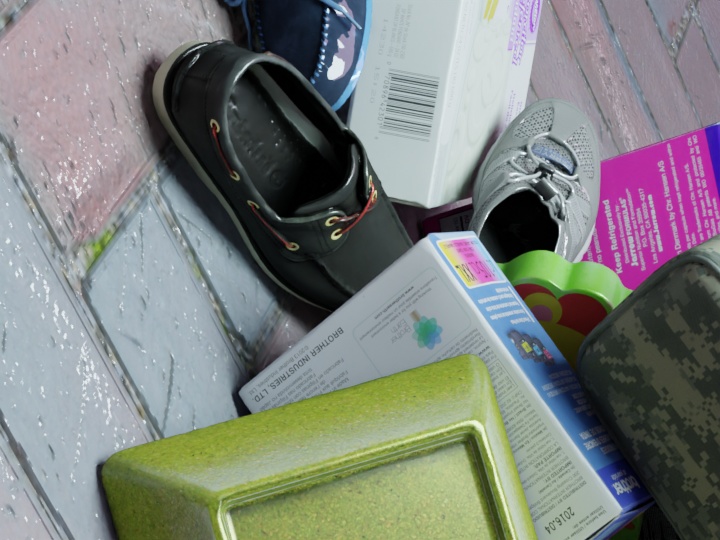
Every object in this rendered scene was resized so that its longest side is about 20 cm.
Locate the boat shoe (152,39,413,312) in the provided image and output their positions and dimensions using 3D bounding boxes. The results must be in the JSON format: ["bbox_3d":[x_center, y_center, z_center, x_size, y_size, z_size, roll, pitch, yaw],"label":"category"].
[{"bbox_3d":[-0.027,-0.039,1.372,0.074,0.063,0.201,-53,127,-18],"label":"boat shoe"}]

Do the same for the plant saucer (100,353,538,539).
[{"bbox_3d":[0.005,0.153,1.205,0.200,0.048,0.200,-15,86,-22],"label":"plant saucer"}]

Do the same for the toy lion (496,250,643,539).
[{"bbox_3d":[0.091,0.087,1.409,0.200,0.192,0.069,61,26,-24],"label":"toy lion"}]

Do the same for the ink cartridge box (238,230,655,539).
[{"bbox_3d":[0.053,0.099,1.318,0.200,0.136,0.076,55,22,12],"label":"ink cartridge box"}]

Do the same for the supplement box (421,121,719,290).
[{"bbox_3d":[0.151,-0.004,1.593,0.101,0.200,0.103,23,54,-59],"label":"supplement box"}]

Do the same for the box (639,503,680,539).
[{"bbox_3d":[0.208,0.205,1.430,0.043,0.160,0.200,-17,106,-27],"label":"box"}]

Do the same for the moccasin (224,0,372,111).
[{"bbox_3d":[-0.044,-0.175,1.450,0.068,0.080,0.200,25,47,-42],"label":"moccasin"}]

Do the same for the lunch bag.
[{"bbox_3d":[0.231,0.066,1.287,0.168,0.139,0.200,-27,77,-39],"label":"lunch bag"}]

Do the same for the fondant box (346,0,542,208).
[{"bbox_3d":[0.051,-0.117,1.534,0.200,0.058,0.144,-20,120,-74],"label":"fondant box"}]

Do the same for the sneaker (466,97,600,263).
[{"bbox_3d":[0.100,-0.030,1.478,0.075,0.082,0.200,22,48,-3],"label":"sneaker"}]
